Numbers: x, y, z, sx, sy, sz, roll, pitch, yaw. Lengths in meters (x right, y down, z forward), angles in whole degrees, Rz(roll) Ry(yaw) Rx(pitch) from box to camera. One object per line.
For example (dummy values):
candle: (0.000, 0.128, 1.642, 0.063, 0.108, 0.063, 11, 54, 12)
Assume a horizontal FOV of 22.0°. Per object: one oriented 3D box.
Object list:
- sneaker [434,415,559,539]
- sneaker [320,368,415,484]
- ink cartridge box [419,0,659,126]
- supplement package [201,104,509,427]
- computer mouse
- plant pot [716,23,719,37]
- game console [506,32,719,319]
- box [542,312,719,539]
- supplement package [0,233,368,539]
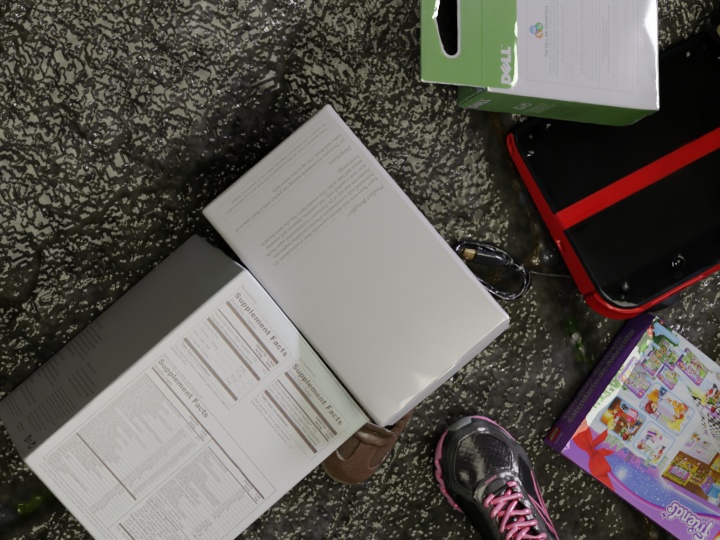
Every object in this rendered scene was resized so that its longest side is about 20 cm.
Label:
sneaker: (0.127, 0.208, 1.479, 0.079, 0.095, 0.200, -29, 107, -9)
sneaker: (0.023, 0.076, 1.427, 0.070, 0.076, 0.200, 19, 93, -21)
ink cartridge box: (0.127, -0.175, 1.409, 0.200, 0.059, 0.104, 4, 81, -20)
supplement package: (0.000, 0.000, 1.337, 0.121, 0.120, 0.200, -39, 84, 1)
computer mouse: (0.168, 0.000, 1.476, 0.200, 0.034, 0.059, 4, 77, -17)
plant pot: (0.443, -0.173, 1.444, 0.196, 0.194, 0.200, -48, 140, 16)
game console: (0.237, -0.074, 1.475, 0.200, 0.031, 0.177, -27, 86, -13)
box: (0.268, 0.143, 1.542, 0.200, 0.039, 0.137, 37, 87, -21)
supplement package: (-0.132, 0.103, 1.339, 0.200, 0.152, 0.151, -41, 110, -7)
